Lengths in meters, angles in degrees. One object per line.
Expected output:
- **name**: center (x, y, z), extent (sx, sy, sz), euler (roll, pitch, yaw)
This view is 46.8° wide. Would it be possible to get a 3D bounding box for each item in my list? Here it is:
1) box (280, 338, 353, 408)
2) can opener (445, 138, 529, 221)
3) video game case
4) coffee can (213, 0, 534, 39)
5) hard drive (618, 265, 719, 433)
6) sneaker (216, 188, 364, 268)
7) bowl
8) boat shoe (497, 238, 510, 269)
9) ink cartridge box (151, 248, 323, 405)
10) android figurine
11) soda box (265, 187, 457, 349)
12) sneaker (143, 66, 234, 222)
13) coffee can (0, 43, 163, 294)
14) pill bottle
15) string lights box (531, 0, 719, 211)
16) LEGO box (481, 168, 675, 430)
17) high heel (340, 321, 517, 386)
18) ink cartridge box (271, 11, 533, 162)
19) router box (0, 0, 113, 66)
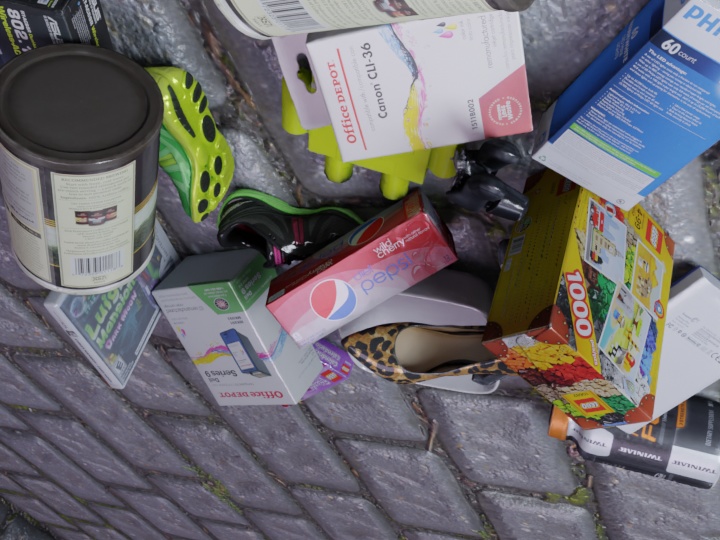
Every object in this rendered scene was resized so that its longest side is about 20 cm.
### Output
- **box**: center (-0.117, 0.139, 1.250), extent (0.137, 0.039, 0.200), euler (33, 145, -18)
- **can opener**: center (0.110, -0.083, 0.693), extent (0.078, 0.064, 0.200), euler (14, 180, 6)
- **video game case**: center (-0.295, 0.016, 1.030), extent (0.023, 0.200, 0.182), euler (6, 144, 19)
- **coffee can**: center (0.008, -0.239, 0.554), extent (0.200, 0.147, 0.146), euler (2, 142, 27)
- **hard drive**: center (0.321, 0.091, 0.884), extent (0.132, 0.025, 0.200), euler (32, 124, -23)
- **sneaker**: center (-0.071, -0.032, 0.945), extent (0.200, 0.084, 0.077), euler (11, 146, 15)
- **bowl**: center (0.078, 0.061, 1.003), extent (0.199, 0.075, 0.200), euler (9, 144, 18)
- **boat shoe**: center (0.192, 0.041, 0.913), extent (0.068, 0.072, 0.200), euler (0, 139, 26)
- **ink cartridge box**: center (-0.159, 0.079, 1.102), extent (0.145, 0.088, 0.200), euler (-6, 122, 34)
- **android figurine**: center (0.013, -0.146, 0.780), extent (0.182, 0.041, 0.200), euler (19, 148, 4)
- **soda box**: center (0.000, 0.000, 0.880), extent (0.200, 0.063, 0.070), euler (-31, 112, 15)
- **sneaker**: center (-0.192, -0.137, 0.887), extent (0.083, 0.074, 0.200), euler (22, 145, 26)
- **coffee can**: center (-0.269, -0.091, 0.798), extent (0.146, 0.147, 0.200), euler (22, 142, -1)
- **pill bottle**: center (0.333, 0.191, 1.015), extent (0.200, 0.106, 0.106), euler (11, 145, 14)
- **string lights box**: center (0.234, -0.137, 0.650), extent (0.103, 0.059, 0.200), euler (27, 146, -10)
- **LEGO box**: center (0.205, 0.019, 0.758), extent (0.149, 0.200, 0.077), euler (39, 143, -25)
- **high heel**: center (0.090, 0.076, 0.877), extent (0.200, 0.072, 0.143), euler (12, 156, -17)
- **ink cartridge box**: center (0.030, -0.158, 0.668), extent (0.199, 0.068, 0.117), euler (-8, 131, 12)
- **router box**: center (-0.329, -0.215, 0.848), extent (0.149, 0.062, 0.200), euler (14, 146, 9)
